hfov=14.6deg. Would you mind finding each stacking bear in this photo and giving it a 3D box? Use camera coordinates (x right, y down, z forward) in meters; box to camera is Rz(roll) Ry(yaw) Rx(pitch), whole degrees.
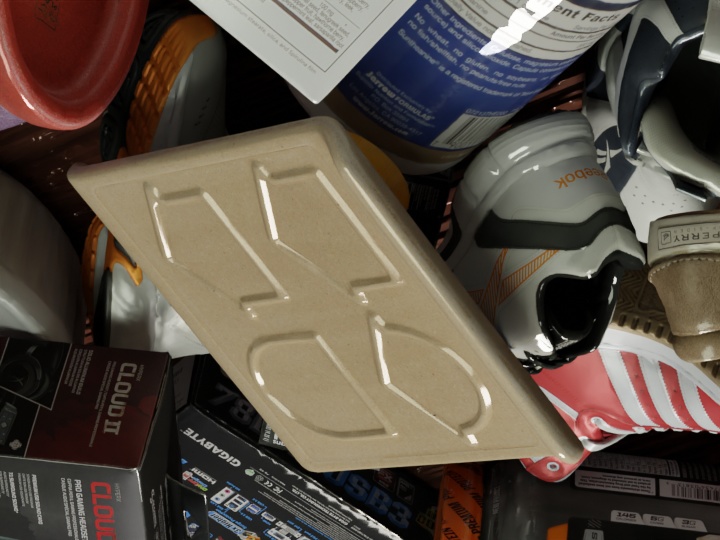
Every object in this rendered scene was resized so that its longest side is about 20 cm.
[{"bbox_3d":[-0.209,-0.109,1.212,0.199,0.114,0.121,-3,159,27],"label":"stacking bear"}]

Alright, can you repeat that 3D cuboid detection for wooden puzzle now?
[{"bbox_3d":[-0.011,0.008,1.191,0.200,0.046,0.185,-4,131,51],"label":"wooden puzzle"}]

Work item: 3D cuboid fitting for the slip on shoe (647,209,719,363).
[{"bbox_3d":[0.178,0.012,1.215,0.076,0.061,0.200,-6,174,22],"label":"slip on shoe"}]

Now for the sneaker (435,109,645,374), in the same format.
[{"bbox_3d":[0.062,0.021,1.223,0.073,0.080,0.200,-16,151,-28],"label":"sneaker"}]

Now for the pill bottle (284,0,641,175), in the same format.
[{"bbox_3d":[0.060,-0.135,1.127,0.111,0.111,0.200,31,132,-19],"label":"pill bottle"}]

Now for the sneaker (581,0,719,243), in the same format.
[{"bbox_3d":[0.135,-0.055,1.179,0.079,0.130,0.200,16,136,-4],"label":"sneaker"}]

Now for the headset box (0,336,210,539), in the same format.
[{"bbox_3d":[-0.167,0.106,1.308,0.199,0.077,0.149,7,136,7],"label":"headset box"}]

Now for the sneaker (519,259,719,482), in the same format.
[{"bbox_3d":[0.145,0.060,1.324,0.199,0.071,0.113,22,136,12],"label":"sneaker"}]

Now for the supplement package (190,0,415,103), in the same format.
[{"bbox_3d":[-0.011,-0.201,0.999,0.151,0.152,0.200,38,105,-25],"label":"supplement package"}]

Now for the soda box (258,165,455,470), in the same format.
[{"bbox_3d":[0.000,0.000,1.304,0.063,0.071,0.200,13,136,0],"label":"soda box"}]

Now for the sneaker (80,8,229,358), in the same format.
[{"bbox_3d":[-0.073,-0.039,1.295,0.092,0.076,0.201,-2,135,-18],"label":"sneaker"}]

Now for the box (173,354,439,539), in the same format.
[{"bbox_3d":[-0.068,0.148,1.486,0.200,0.050,0.198,34,132,-22],"label":"box"}]

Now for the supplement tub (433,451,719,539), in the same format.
[{"bbox_3d":[0.135,0.153,1.388,0.199,0.123,0.123,6,136,0],"label":"supplement tub"}]

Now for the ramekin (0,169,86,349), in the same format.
[{"bbox_3d":[-0.223,0.023,1.358,0.201,0.094,0.203,6,136,6],"label":"ramekin"}]
